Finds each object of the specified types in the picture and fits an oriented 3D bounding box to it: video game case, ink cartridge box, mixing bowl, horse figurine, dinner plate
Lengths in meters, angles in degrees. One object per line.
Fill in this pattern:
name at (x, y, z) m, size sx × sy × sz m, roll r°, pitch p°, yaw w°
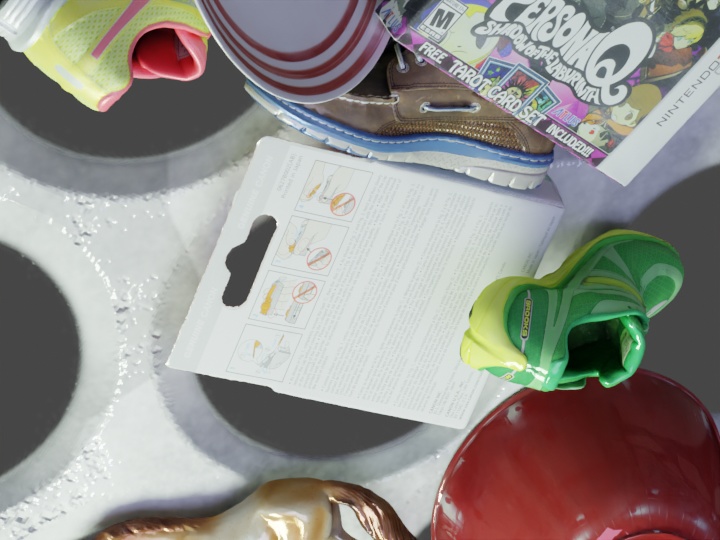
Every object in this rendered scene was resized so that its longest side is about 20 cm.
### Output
video game case at (0.136, -0.156, 1.521) m, size 0.200 × 0.036 × 0.181 m, roll 30°, pitch 110°, yaw -39°
ink cartridge box at (0.000, 0.000, 1.635) m, size 0.200 × 0.050 × 0.161 m, roll 13°, pitch 115°, yaw -23°
mixing bowl at (0.155, 0.172, 1.754) m, size 0.200 × 0.108 × 0.201 m, roll -9°, pitch 123°, yaw -15°
horse figurine at (-0.058, 0.179, 1.712) m, size 0.200 × 0.050 × 0.133 m, roll -23°, pitch 108°, yaw 6°
dinner plate at (-0.041, -0.185, 1.452) m, size 0.024 × 0.200 × 0.200 m, roll -4°, pitch 136°, yaw 37°

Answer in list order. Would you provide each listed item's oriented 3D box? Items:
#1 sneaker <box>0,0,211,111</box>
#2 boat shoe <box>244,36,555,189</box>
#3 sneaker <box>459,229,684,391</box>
sneaker at (-0.103, -0.139, 1.442) m, size 0.090 × 0.200 × 0.078 m, roll 48°, pitch 136°, yaw 3°
boat shoe at (0.028, -0.103, 1.573) m, size 0.200 × 0.072 × 0.073 m, roll 10°, pitch 112°, yaw -35°
sneaker at (0.135, 0.034, 1.642) m, size 0.200 × 0.084 × 0.074 m, roll -23°, pitch 139°, yaw -51°
